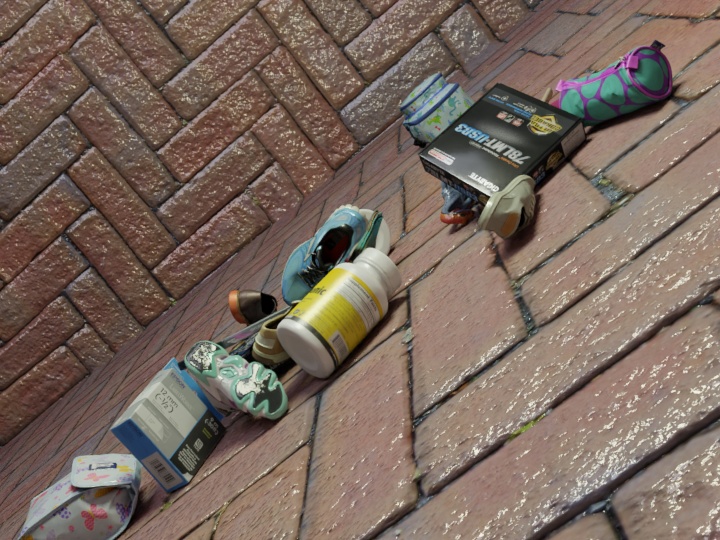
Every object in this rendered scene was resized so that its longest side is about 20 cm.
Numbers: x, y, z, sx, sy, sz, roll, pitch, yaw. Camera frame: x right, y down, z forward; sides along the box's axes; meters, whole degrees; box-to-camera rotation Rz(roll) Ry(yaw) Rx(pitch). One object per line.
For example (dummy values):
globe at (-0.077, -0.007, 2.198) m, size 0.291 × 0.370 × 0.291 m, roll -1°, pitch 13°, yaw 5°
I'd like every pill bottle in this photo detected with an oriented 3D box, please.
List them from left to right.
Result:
pill bottle at (-0.027, 0.060, 1.446) m, size 0.200 × 0.112 × 0.111 m, roll -45°, pitch 12°, yaw -26°
pill bottle at (-0.031, -0.049, 1.867) m, size 0.111 × 0.112 × 0.199 m, roll -45°, pitch 13°, yaw -26°

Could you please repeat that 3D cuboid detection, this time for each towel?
towel at (0.000, 0.000, 1.625) m, size 0.200 × 0.021 × 0.148 m, roll -64°, pitch -14°, yaw -59°

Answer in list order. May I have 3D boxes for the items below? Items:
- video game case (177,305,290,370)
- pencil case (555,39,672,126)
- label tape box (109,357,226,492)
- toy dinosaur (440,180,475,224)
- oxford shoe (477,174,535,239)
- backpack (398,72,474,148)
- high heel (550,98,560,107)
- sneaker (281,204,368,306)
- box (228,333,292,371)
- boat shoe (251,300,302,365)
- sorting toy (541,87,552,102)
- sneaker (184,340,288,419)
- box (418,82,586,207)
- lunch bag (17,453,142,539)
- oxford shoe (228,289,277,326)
video game case at (-0.204, 0.110, 1.617) m, size 0.142 × 0.019 × 0.199 m, roll -27°, pitch -1°, yaw 43°
pencil case at (0.387, -0.280, 1.436) m, size 0.086 × 0.092 × 0.200 m, roll -61°, pitch 15°, yaw -15°
label tape box at (-0.300, 0.244, 1.556) m, size 0.066 × 0.144 × 0.200 m, roll -31°, pitch 14°, yaw 37°
toy dinosaur at (0.185, -0.130, 1.664) m, size 0.201 × 0.104 × 0.183 m, roll 85°, pitch -152°, yaw -56°
oxford shoe at (0.223, -0.088, 1.349) m, size 0.200 × 0.057 × 0.076 m, roll -34°, pitch -31°, yaw -63°
backpack at (0.197, -0.427, 2.475) m, size 0.183 × 0.147 × 0.200 m, roll -42°, pitch 14°, yaw -1°
high heel at (0.311, -0.251, 1.609) m, size 0.199 × 0.068 × 0.096 m, roll -31°, pitch 23°, yaw 19°
sneaker at (-0.070, -0.018, 1.514) m, size 0.201 × 0.078 × 0.090 m, roll -52°, pitch 4°, yaw 23°
box at (-0.181, 0.149, 1.728) m, size 0.199 × 0.050 × 0.199 m, roll -35°, pitch 10°, yaw 19°
boat shoe at (-0.096, 0.083, 1.512) m, size 0.200 × 0.071 × 0.077 m, roll -34°, pitch -40°, yaw -55°
sorting toy at (0.290, -0.256, 1.824) m, size 0.199 × 0.037 × 0.185 m, roll -38°, pitch 11°, yaw 36°
sneaker at (-0.185, 0.201, 1.497) m, size 0.078 × 0.199 × 0.141 m, roll -45°, pitch -32°, yaw -25°
box at (0.228, -0.201, 1.518) m, size 0.198 × 0.050 × 0.200 m, roll -41°, pitch 45°, yaw -12°
lunch bag at (-0.458, 0.391, 1.573) m, size 0.199 × 0.128 × 0.170 m, roll -34°, pitch 13°, yaw -5°
oxford shoe at (-0.191, 0.089, 1.853) m, size 0.072 × 0.072 × 0.200 m, roll -12°, pitch -20°, yaw 13°
